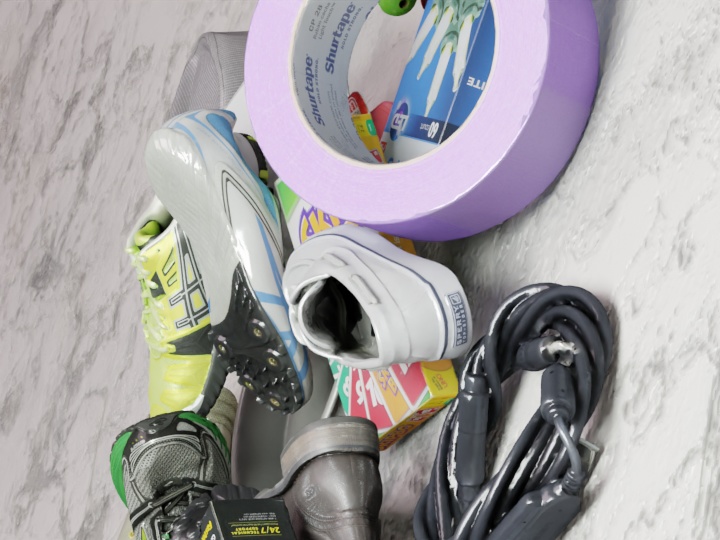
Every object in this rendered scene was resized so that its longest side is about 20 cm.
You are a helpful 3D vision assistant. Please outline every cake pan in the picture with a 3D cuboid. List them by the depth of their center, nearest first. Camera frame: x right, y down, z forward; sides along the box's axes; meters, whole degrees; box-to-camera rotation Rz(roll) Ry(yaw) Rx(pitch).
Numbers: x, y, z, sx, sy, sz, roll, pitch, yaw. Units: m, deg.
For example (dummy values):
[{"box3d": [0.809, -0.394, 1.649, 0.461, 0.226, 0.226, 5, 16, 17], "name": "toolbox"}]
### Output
[{"box3d": [-0.029, 0.067, 1.794, 0.200, 0.037, 0.200, -56, 23, 39], "name": "cake pan"}]

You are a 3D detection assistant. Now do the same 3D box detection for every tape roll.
[{"box3d": [0.033, -0.120, 1.578, 0.200, 0.066, 0.200, -7, 77, 30], "name": "tape roll"}]

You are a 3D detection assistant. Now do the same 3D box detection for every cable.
[{"box3d": [0.067, 0.096, 1.466, 0.163, 0.051, 0.200, -89, 24, -43], "name": "cable"}]

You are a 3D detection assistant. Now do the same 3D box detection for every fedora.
[{"box3d": [-0.090, -0.122, 2.073, 0.177, 0.090, 0.200, -57, 23, 36], "name": "fedora"}]

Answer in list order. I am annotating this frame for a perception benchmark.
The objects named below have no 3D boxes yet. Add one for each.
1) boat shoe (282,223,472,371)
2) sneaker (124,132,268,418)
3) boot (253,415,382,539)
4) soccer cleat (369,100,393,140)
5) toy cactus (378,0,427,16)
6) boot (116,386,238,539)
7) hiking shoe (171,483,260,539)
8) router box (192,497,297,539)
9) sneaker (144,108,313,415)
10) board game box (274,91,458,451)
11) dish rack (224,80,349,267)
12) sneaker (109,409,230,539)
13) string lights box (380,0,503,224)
[{"box3d": [-0.009, 0.017, 1.571, 0.200, 0.065, 0.074, 6, 109, 65], "name": "boat shoe"}, {"box3d": [-0.119, 0.006, 1.783, 0.075, 0.076, 0.200, 22, 104, 62], "name": "sneaker"}, {"box3d": [-0.016, 0.196, 1.577, 0.200, 0.069, 0.174, 103, 161, -59], "name": "boot"}, {"box3d": [-0.020, -0.077, 1.873, 0.200, 0.068, 0.073, 7, 75, 68], "name": "soccer cleat"}, {"box3d": [0.071, -0.251, 1.776, 0.165, 0.102, 0.200, -11, -63, -89], "name": "toy cactus"}, {"box3d": [-0.147, 0.187, 1.968, 0.200, 0.072, 0.155, -47, 30, 41], "name": "boot"}, {"box3d": [-0.118, 0.225, 1.706, 0.076, 0.200, 0.101, 27, 144, 43], "name": "hiking shoe"}, {"box3d": [-0.072, 0.247, 1.562, 0.200, 0.051, 0.149, 113, 146, -42], "name": "router box"}, {"box3d": [-0.068, -0.007, 1.716, 0.072, 0.072, 0.200, -9, 106, 51], "name": "sneaker"}, {"box3d": [0.000, 0.000, 1.658, 0.096, 0.030, 0.200, -41, 59, 52], "name": "board game box"}, {"box3d": [-0.057, -0.057, 1.810, 0.172, 0.043, 0.200, -49, 42, 48], "name": "dish rack"}, {"box3d": [-0.108, 0.175, 1.788, 0.085, 0.078, 0.200, -114, 9, -54], "name": "sneaker"}, {"box3d": [0.076, -0.135, 1.654, 0.200, 0.059, 0.103, -71, 20, 1], "name": "string lights box"}]
